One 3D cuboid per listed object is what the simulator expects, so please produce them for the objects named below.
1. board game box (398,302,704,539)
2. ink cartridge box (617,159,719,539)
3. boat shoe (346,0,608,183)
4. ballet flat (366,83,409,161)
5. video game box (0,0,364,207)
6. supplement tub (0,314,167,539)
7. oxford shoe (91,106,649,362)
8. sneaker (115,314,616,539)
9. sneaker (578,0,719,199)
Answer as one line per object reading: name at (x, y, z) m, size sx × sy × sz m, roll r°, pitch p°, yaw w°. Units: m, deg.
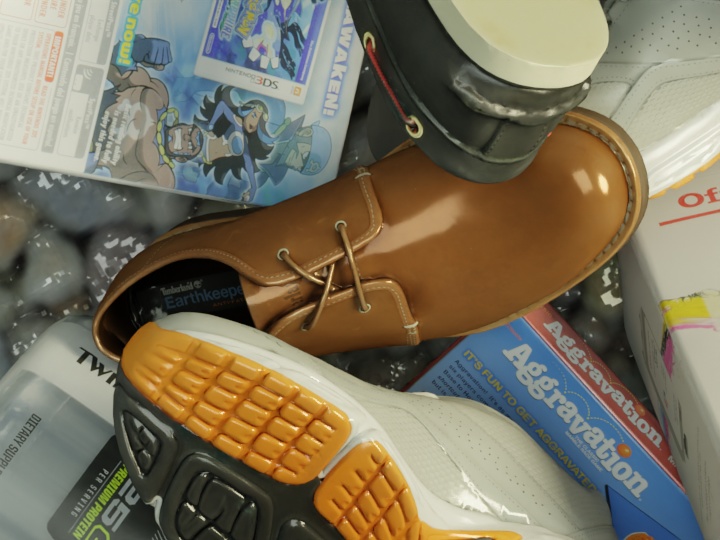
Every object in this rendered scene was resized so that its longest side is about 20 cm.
board game box at (0.093, 0.106, 0.885) m, size 0.200 × 0.019 × 0.103 m, roll 48°, pitch 131°, yaw 2°
ink cartridge box at (0.156, 0.022, 0.835) m, size 0.116 × 0.200 × 0.068 m, roll -11°, pitch 131°, yaw -3°
boat shoe at (0.017, -0.118, 0.797) m, size 0.074 × 0.063 × 0.202 m, roll -1°, pitch 52°, yaw -27°
ballet flat at (0.059, -0.121, 0.891) m, size 0.067 × 0.046 × 0.200 m, roll 21°, pitch 91°, yaw 44°
video game box at (-0.072, -0.129, 0.851) m, size 0.182 × 0.047 × 0.200 m, roll 10°, pitch 95°, yaw -34°
supplement tub at (-0.055, 0.117, 0.876) m, size 0.200 × 0.123 × 0.123 m, roll 34°, pitch 96°, yaw 3°
oxford shoe at (0.000, 0.000, 0.816) m, size 0.200 × 0.071 × 0.071 m, roll -19°, pitch 96°, yaw 27°
sneaker at (0.006, 0.068, 0.807) m, size 0.200 × 0.092 × 0.076 m, roll 35°, pitch 115°, yaw -21°
sneaker at (0.106, -0.085, 0.826) m, size 0.200 × 0.076 × 0.092 m, roll -23°, pitch 114°, yaw 11°
